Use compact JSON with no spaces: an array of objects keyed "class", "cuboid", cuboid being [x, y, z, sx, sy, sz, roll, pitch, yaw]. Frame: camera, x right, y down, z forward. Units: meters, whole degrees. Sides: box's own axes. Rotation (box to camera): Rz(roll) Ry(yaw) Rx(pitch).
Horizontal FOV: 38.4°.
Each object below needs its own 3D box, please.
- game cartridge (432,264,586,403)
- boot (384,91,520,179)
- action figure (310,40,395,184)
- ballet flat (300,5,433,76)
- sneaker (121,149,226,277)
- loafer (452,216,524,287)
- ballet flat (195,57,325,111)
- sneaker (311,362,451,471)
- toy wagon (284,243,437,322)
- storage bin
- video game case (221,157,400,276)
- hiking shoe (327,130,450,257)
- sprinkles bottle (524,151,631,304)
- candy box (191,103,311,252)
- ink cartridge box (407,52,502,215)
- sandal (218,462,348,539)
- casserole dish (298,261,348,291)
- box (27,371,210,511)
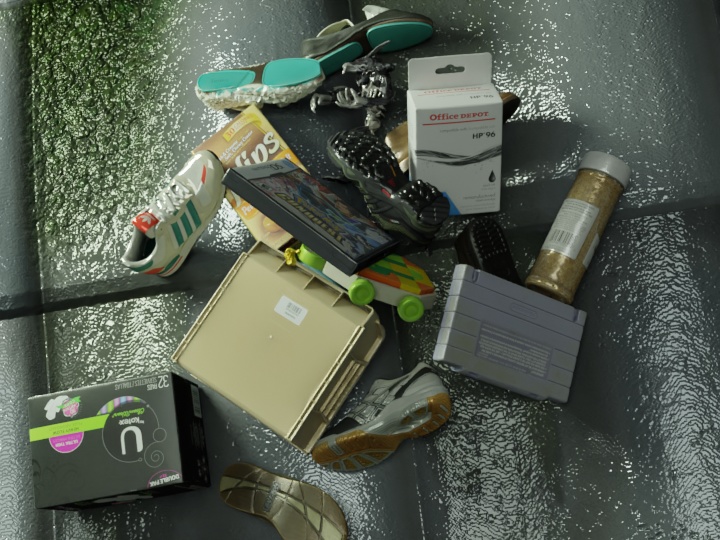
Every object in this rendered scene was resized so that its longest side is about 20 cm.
[{"class":"game cartridge","cuboid":[0.190,0.084,1.306,0.200,0.038,0.130,21,81,-25]},{"class":"boot","cuboid":[0.123,-0.202,1.429,0.200,0.074,0.076,-29,67,5]},{"class":"action figure","cuboid":[-0.008,-0.225,1.431,0.102,0.119,0.201,9,84,-24]},{"class":"ballet flat","cuboid":[0.003,-0.342,1.486,0.200,0.068,0.069,-18,65,4]},{"class":"sneaker","cuboid":[-0.260,-0.076,1.419,0.070,0.093,0.200,39,107,22]},{"class":"loafer","cuboid":[0.175,0.031,1.366,0.073,0.071,0.201,-10,84,-28]},{"class":"ballet flat","cuboid":[-0.139,-0.263,1.486,0.199,0.072,0.072,-1,75,17]},{"class":"sneaker","cuboid":[0.024,0.191,1.352,0.200,0.076,0.088,-27,43,12]},{"class":"toy wagon","cuboid":[0.000,0.000,1.329,0.200,0.155,0.040,19,108,-19]},{"class":"storage bin","cuboid":[-0.103,0.096,1.334,0.200,0.094,0.199,31,82,20]},{"class":"video game case","cuboid":[-0.058,-0.074,1.317,0.200,0.181,0.026,36,109,9]},{"class":"hiking shoe","cuboid":[0.024,-0.099,1.346,0.076,0.101,0.200,-30,62,-33]},{"class":"sprinkles bottle","cuboid":[0.287,-0.056,1.359,0.068,0.068,0.200,25,80,15]},{"class":"candy box","cuboid":[-0.134,-0.122,1.457,0.115,0.055,0.200,-38,74,-2]},{"class":"ink cartridge box","cuboid":[0.122,-0.174,1.348,0.116,0.200,0.068,-6,32,-3]},{"class":"sandal","cuboid":[-0.096,0.310,1.347,0.200,0.054,0.080,19,74,29]},{"class":"casserole dish","cuboid":[-0.096,0.072,1.411,0.121,0.039,0.200,39,86,18]},{"class":"box","cuboid":[-0.317,0.229,1.364,0.199,0.124,0.149,-12,74,5]}]
